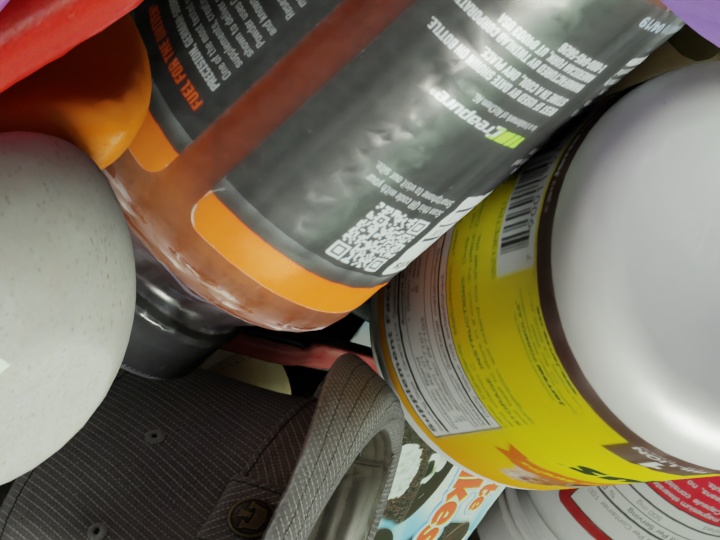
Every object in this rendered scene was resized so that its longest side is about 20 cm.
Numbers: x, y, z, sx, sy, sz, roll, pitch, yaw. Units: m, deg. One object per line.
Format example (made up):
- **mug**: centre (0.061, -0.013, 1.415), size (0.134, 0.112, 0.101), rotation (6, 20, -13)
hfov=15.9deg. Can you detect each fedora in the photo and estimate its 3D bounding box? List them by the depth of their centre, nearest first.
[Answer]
- **fedora**: centre (-0.061, 0.104, 0.744), size (0.177, 0.090, 0.201), rotation (93, 20, -63)

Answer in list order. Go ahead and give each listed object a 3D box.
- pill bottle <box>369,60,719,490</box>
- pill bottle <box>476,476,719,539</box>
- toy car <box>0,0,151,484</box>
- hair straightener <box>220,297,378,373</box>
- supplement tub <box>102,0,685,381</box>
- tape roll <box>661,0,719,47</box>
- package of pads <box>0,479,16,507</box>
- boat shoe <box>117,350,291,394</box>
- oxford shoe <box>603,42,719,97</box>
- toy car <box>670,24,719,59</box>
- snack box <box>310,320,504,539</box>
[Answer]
- **pill bottle**: centre (0.071, 0.008, 0.755), size (0.109, 0.110, 0.200), rotation (-20, -179, -20)
- **pill bottle**: centre (0.138, 0.063, 1.095), size (0.112, 0.113, 0.200), rotation (-5, 147, -44)
- **toy car**: centre (-0.104, -0.065, 0.489), size (0.150, 0.175, 0.200), rotation (-42, 156, 1)
- **hair straightener**: centre (0.000, 0.000, 0.850), size (0.199, 0.041, 0.077), rotation (19, 96, -38)
- **supplement tub**: centre (-0.004, -0.057, 0.692), size (0.200, 0.107, 0.107), rotation (-40, 154, 22)
- **tape roll**: centre (0.144, -0.135, 0.593), size (0.199, 0.201, 0.066), rotation (-25, -164, -8)
- **package of pads**: centre (-0.086, 0.138, 0.847), size (0.200, 0.155, 0.068), rotation (35, 129, -24)
- **boat shoe**: centre (-0.076, 0.074, 0.933), size (0.071, 0.065, 0.200), rotation (-16, 154, -27)
- **oxford shoe**: centre (0.141, -0.062, 0.882), size (0.199, 0.085, 0.073), rotation (-23, 158, -9)
- **toy car**: centre (0.192, -0.113, 0.752), size (0.200, 0.175, 0.150), rotation (-49, -169, 36)
- **snack box**: centre (0.026, 0.058, 0.985), size (0.200, 0.037, 0.116), rotation (-56, 150, 15)
